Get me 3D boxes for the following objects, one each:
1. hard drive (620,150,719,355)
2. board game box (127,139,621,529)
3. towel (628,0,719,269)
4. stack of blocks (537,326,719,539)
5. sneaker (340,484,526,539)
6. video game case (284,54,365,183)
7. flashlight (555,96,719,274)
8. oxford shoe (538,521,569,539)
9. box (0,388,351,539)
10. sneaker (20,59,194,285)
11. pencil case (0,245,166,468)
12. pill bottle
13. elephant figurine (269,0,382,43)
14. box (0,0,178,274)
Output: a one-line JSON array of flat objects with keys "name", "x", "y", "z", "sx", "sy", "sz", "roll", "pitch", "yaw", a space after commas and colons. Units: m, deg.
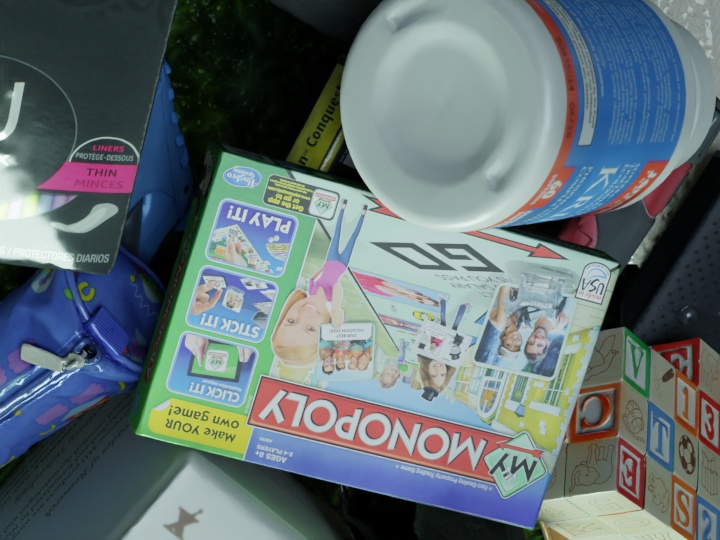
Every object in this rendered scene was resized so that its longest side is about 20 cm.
[{"name": "hard drive", "x": 0.245, "y": 0.006, "z": 1.221, "sx": 0.199, "sy": 0.042, "sz": 0.135, "roll": 15, "pitch": 118, "yaw": -30}, {"name": "board game box", "x": 0.007, "y": 0.032, "z": 1.021, "sx": 0.199, "sy": 0.029, "sz": 0.135, "roll": 15, "pitch": 99, "yaw": -17}, {"name": "towel", "x": 0.192, "y": -0.103, "z": 1.203, "sx": 0.132, "sy": 0.034, "sz": 0.201, "roll": -12, "pitch": 108, "yaw": -16}, {"name": "stack of blocks", "x": 0.157, "y": 0.097, "z": 1.164, "sx": 0.200, "sy": 0.058, "sz": 0.116, "roll": 35, "pitch": 52, "yaw": -48}, {"name": "sneaker", "x": 0.032, "y": 0.113, "z": 1.115, "sx": 0.060, "sy": 0.200, "sz": 0.104, "roll": -40, "pitch": 126, "yaw": 19}, {"name": "video game case", "x": 0.000, "y": 0.000, "z": 1.109, "sx": 0.182, "sy": 0.025, "sz": 0.200, "roll": -62, "pitch": 152, "yaw": 5}, {"name": "flashlight", "x": 0.112, "y": -0.018, "z": 1.167, "sx": 0.068, "sy": 0.068, "sz": 0.201, "roll": 18, "pitch": 115, "yaw": -38}, {"name": "oxford shoe", "x": 0.145, "y": 0.160, "z": 1.242, "sx": 0.071, "sy": 0.071, "sz": 0.201, "roll": -36, "pitch": 115, "yaw": -8}, {"name": "box", "x": -0.095, "y": 0.189, "z": 1.111, "sx": 0.199, "sy": 0.171, "sz": 0.200, "roll": 42, "pitch": 90, "yaw": -24}, {"name": "sneaker", "x": -0.113, "y": -0.067, "z": 1.090, "sx": 0.078, "sy": 0.066, "sz": 0.201, "roll": 7, "pitch": 107, "yaw": -16}, {"name": "pencil case", "x": -0.179, "y": 0.058, "z": 1.055, "sx": 0.199, "sy": 0.087, "sz": 0.078, "roll": -31, "pitch": 104, "yaw": 20}, {"name": "pill bottle", "x": 0.087, "y": -0.079, "z": 1.024, "sx": 0.199, "sy": 0.112, "sz": 0.113, "roll": -9, "pitch": 113, "yaw": -56}, {"name": "elephant figurine", "x": 0.019, "y": -0.187, "z": 1.016, "sx": 0.154, "sy": 0.200, "sz": 0.142, "roll": 23, "pitch": 70, "yaw": -27}, {"name": "box", "x": -0.146, "y": -0.109, "z": 0.936, "sx": 0.121, "sy": 0.106, "sz": 0.201, "roll": 5, "pitch": 132, "yaw": -14}]
